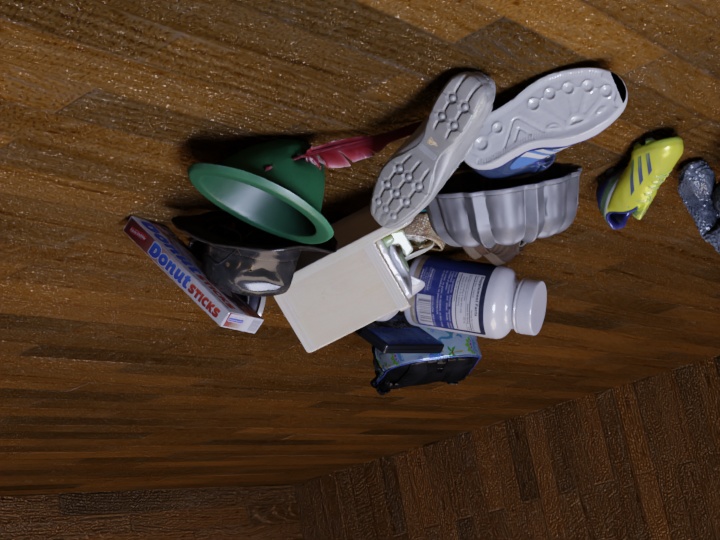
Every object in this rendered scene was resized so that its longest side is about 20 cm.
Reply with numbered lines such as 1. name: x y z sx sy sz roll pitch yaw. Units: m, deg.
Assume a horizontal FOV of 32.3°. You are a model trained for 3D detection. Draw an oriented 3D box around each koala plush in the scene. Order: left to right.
1. koala plush: 0.544 -0.112 1.647 0.176 0.185 0.200 -9 152 -9

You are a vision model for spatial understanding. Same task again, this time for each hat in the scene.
1. hat: -0.130 -0.014 1.485 0.199 0.081 0.201 8 -169 -2
2. hat: -0.070 -0.140 1.377 0.200 0.177 0.165 34 162 -37

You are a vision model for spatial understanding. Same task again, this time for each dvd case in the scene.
1. dvd case: 0.015 0.071 1.896 0.142 0.200 0.018 4 115 -49

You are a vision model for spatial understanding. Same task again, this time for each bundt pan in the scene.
1. bundt pan: 0.172 -0.076 1.503 0.201 0.076 0.202 -8 -169 1

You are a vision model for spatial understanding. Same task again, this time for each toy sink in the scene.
1. toy sink: 0.000 0.000 1.577 0.199 0.112 0.130 -28 -163 10

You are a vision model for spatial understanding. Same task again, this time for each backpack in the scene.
1. backpack: 0.110 0.120 2.145 0.182 0.148 0.200 -7 167 -10

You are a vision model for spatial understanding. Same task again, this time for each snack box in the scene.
1. snack box: -0.203 0.005 1.498 0.024 0.200 0.072 -55 150 11

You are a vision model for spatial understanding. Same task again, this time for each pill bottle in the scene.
1. pill bottle: 0.174 0.042 1.873 0.199 0.112 0.111 9 172 23

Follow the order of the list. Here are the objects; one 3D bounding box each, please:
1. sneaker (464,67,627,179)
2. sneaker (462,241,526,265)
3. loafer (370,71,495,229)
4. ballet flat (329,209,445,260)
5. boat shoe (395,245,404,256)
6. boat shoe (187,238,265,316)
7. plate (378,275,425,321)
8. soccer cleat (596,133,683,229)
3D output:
1. sneaker: 0.214 -0.163 1.407 0.199 0.081 0.146 -23 171 19
2. sneaker: 0.187 -0.059 1.770 0.075 0.071 0.200 -34 163 16
3. loafer: 0.081 -0.126 1.337 0.200 0.070 0.070 -52 164 28
4. ballet flat: 0.025 -0.039 1.695 0.199 0.066 0.071 -9 166 -4
5. boat shoe: 0.020 0.001 1.818 0.067 0.072 0.200 -2 166 -30
6. boat shoe: -0.174 0.014 1.579 0.062 0.200 0.073 18 109 -29
7. plate: -0.027 0.016 1.730 0.199 0.032 0.200 22 160 -6
8. soccer cleat: 0.373 -0.115 1.636 0.064 0.084 0.200 -5 163 -17
